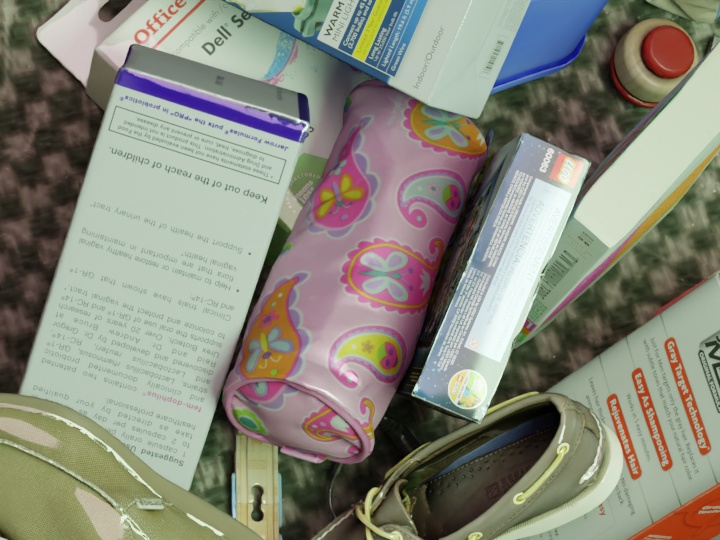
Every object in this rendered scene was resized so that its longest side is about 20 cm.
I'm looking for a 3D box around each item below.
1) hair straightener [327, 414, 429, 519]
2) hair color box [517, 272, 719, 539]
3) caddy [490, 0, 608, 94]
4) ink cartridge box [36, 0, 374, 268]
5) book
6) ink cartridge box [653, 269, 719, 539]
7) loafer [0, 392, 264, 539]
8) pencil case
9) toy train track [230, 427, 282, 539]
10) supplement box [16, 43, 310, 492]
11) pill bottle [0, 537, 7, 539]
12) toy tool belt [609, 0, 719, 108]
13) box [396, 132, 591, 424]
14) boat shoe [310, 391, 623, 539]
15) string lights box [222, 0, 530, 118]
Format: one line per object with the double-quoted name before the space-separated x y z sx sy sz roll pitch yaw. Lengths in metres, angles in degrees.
"hair straightener" 0.040 0.165 1.467 0.077 0.041 0.200 -27 84 -17
"hair color box" 0.146 0.094 1.421 0.061 0.200 0.102 9 56 -41
"caddy" 0.056 -0.168 1.522 0.200 0.105 0.141 -20 65 -46
"ink cartridge box" -0.069 -0.107 1.516 0.200 0.067 0.117 43 71 3
"book" 0.138 -0.035 1.464 0.048 0.200 0.134 42 70 3
"ink cartridge box" 0.228 0.099 1.469 0.083 0.147 0.201 1 74 -20
"loafer" -0.132 0.128 1.369 0.200 0.076 0.068 27 40 -13
"pencil case" 0.000 0.000 1.408 0.087 0.087 0.200 24 60 -3
"toy train track" -0.053 0.163 1.456 0.114 0.033 0.201 2 72 -10
"supplement box" -0.103 -0.003 1.418 0.103 0.101 0.200 16 100 -5
"pill bottle" -0.194 0.189 1.332 0.114 0.200 0.115 3 73 -10
"toy tool belt" 0.202 -0.198 1.562 0.125 0.123 0.200 23 70 -10
"box" 0.062 0.006 1.402 0.038 0.200 0.137 23 88 -2
"boat shoe" 0.034 0.123 1.395 0.200 0.060 0.072 -29 51 15
"string lights box" -0.010 -0.165 1.414 0.200 0.059 0.103 28 100 29
